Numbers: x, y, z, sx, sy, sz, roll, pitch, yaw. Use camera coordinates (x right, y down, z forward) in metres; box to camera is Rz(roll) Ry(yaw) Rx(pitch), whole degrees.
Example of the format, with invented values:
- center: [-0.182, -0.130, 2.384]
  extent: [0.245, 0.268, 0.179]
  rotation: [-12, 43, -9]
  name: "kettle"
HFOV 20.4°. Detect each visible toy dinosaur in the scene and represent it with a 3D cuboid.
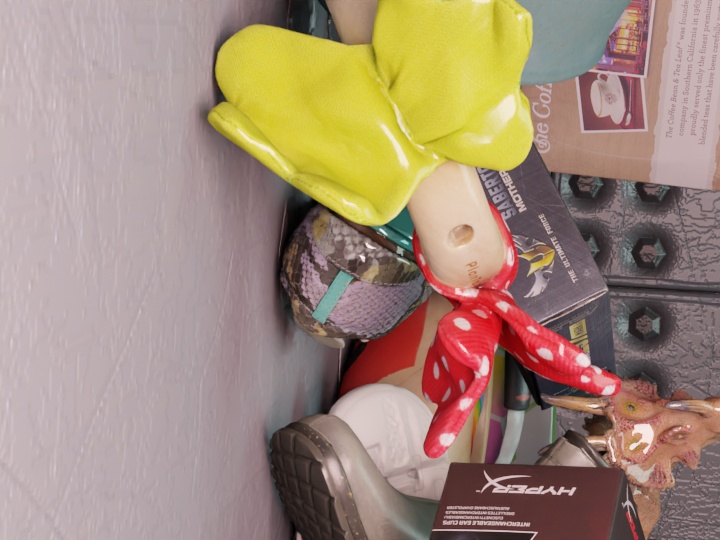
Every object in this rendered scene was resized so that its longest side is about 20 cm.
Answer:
- center: [0.102, 0.121, 1.005]
  extent: [0.200, 0.086, 0.136]
  rotation: [-45, 159, -3]
  name: "toy dinosaur"

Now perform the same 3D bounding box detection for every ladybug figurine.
- center: [0.028, 0.077, 1.049]
  extent: [0.200, 0.072, 0.136]
  rotation: [-64, 156, -70]
  name: "ladybug figurine"

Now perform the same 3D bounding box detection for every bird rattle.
- center: [0.032, -0.041, 0.745]
  extent: [0.200, 0.112, 0.163]
  rotation: [54, 14, -42]
  name: "bird rattle"

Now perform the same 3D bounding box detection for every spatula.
- center: [0.084, 0.093, 1.142]
  extent: [0.021, 0.056, 0.201]
  rotation: [21, -73, 51]
  name: "spatula"

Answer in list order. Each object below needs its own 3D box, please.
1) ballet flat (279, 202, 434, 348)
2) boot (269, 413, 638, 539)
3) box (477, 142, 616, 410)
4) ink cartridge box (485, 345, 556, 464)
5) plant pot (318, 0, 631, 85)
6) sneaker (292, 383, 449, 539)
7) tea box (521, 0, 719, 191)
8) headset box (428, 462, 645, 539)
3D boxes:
- center: [0.000, 0.000, 0.899]
  extent: [0.200, 0.072, 0.072]
  rotation: [-25, 118, -80]
  name: "ballet flat"
- center: [0.049, 0.108, 0.873]
  extent: [0.068, 0.131, 0.200]
  rotation: [34, -23, 53]
  name: "boot"
- center: [0.065, -0.041, 1.024]
  extent: [0.158, 0.051, 0.200]
  rotation: [62, 3, -71]
  name: "box"
- center: [0.065, 0.057, 1.185]
  extent: [0.059, 0.103, 0.201]
  rotation: [-63, 155, -72]
  name: "ink cartridge box"
- center: [0.062, -0.186, 0.820]
  extent: [0.200, 0.199, 0.188]
  rotation: [-72, 178, -60]
  name: "plant pot"
- center: [-0.005, 0.146, 0.941]
  extent: [0.082, 0.077, 0.201]
  rotation: [-149, -120, -69]
  name: "sneaker"
- center: [0.168, -0.181, 1.150]
  extent: [0.197, 0.133, 0.200]
  rotation: [-69, 164, -55]
  name: "tea box"
- center: [0.062, 0.196, 0.754]
  extent: [0.149, 0.075, 0.200]
  rotation: [68, 30, -43]
  name: "headset box"
